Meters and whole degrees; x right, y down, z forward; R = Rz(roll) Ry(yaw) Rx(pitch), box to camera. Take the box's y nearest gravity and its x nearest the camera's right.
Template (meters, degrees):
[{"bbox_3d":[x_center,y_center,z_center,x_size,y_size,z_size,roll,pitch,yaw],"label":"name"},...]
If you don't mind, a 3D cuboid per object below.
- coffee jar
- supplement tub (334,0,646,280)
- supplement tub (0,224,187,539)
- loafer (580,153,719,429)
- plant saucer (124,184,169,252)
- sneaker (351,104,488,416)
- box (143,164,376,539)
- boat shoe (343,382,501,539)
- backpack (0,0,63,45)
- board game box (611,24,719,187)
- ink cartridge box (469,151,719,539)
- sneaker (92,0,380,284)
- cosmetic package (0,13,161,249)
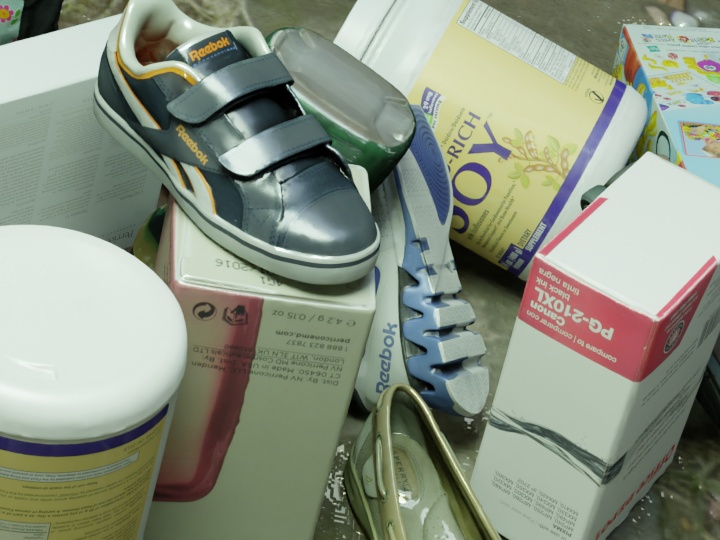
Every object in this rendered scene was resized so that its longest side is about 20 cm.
[{"bbox_3d":[-0.059,-0.037,1.318,0.104,0.200,0.085,34,32,-3],"label":"coffee jar"},{"bbox_3d":[0.071,-0.098,1.484,0.200,0.146,0.146,29,39,0],"label":"supplement tub"},{"bbox_3d":[-0.174,0.093,1.150,0.145,0.200,0.146,11,38,-8],"label":"supplement tub"},{"bbox_3d":[0.213,0.020,1.405,0.063,0.200,0.072,-36,16,-7],"label":"loafer"},{"bbox_3d":[-0.215,-0.036,1.424,0.200,0.037,0.201,10,39,-8],"label":"plant saucer"},{"bbox_3d":[0.000,0.001,1.375,0.115,0.200,0.080,-14,-7,23],"label":"sneaker"},{"bbox_3d":[-0.065,0.048,1.244,0.108,0.201,0.128,8,38,-10],"label":"box"},{"bbox_3d":[0.046,0.152,1.270,0.073,0.063,0.201,-1,42,-21],"label":"boat shoe"},{"bbox_3d":[-0.311,-0.197,1.513,0.199,0.127,0.167,-3,31,-22],"label":"backpack"},{"bbox_3d":[0.240,-0.071,1.539,0.104,0.103,0.200,2,37,-10],"label":"board game box"},{"bbox_3d":[0.145,0.055,1.316,0.084,0.201,0.145,29,40,20],"label":"ink cartridge box"},{"bbox_3d":[-0.066,-0.073,1.168,0.200,0.080,0.078,37,43,27],"label":"sneaker"},{"bbox_3d":[-0.200,-0.060,1.309,0.200,0.151,0.052,-21,50,-38],"label":"cosmetic package"}]
